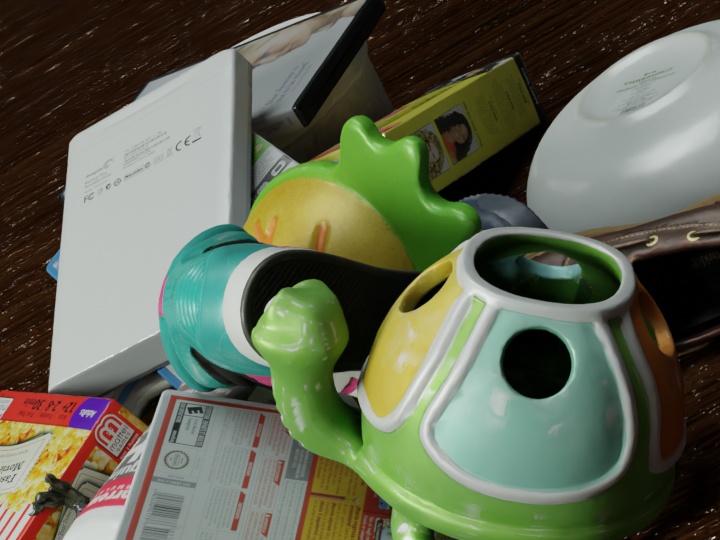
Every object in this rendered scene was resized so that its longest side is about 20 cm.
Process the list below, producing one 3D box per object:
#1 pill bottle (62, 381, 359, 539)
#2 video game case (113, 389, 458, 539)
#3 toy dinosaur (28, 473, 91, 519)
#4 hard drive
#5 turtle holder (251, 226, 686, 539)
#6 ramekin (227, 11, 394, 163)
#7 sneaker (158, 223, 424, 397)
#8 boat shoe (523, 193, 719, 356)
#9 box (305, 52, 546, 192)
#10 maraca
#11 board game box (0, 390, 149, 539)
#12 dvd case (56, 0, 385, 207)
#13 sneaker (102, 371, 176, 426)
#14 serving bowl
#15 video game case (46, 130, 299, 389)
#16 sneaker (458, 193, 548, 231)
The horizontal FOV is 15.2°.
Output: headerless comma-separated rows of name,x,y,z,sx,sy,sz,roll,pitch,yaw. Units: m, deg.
pill bottle,-0.082,0.136,1.337,0.110,0.111,0.200,-14,28,40
video game case,-0.006,0.111,1.253,0.199,0.018,0.143,8,29,3
toy dinosaur,-0.140,0.157,1.393,0.200,0.088,0.048,-65,2,-37
hard drive,-0.120,-0.026,1.571,0.132,0.027,0.200,-27,41,26
turtle holder,0.058,0.046,1.221,0.185,0.132,0.141,23,36,22
ramekin,-0.063,-0.070,1.771,0.200,0.105,0.200,-29,21,12
sneaker,-0.024,0.030,1.322,0.121,0.200,0.084,9,81,46
boat shoe,0.138,0.012,1.347,0.200,0.071,0.070,-25,18,21
box,0.038,-0.076,1.640,0.075,0.050,0.200,-20,8,32
maraca,0.000,0.000,1.411,0.107,0.137,0.200,-35,-7,-38
board game box,-0.204,0.161,1.476,0.151,0.046,0.200,-2,52,59
dvd case,-0.088,-0.107,1.714,0.200,0.018,0.143,-18,26,35
sneaker,-0.078,0.051,1.586,0.200,0.077,0.081,-47,31,-14
serving bowl,0.173,-0.082,1.514,0.200,0.066,0.200,-29,22,13
video game case,-0.095,-0.017,1.575,0.143,0.018,0.200,-51,37,-2
sneaker,0.029,0.013,1.509,0.082,0.070,0.200,-41,13,-34
